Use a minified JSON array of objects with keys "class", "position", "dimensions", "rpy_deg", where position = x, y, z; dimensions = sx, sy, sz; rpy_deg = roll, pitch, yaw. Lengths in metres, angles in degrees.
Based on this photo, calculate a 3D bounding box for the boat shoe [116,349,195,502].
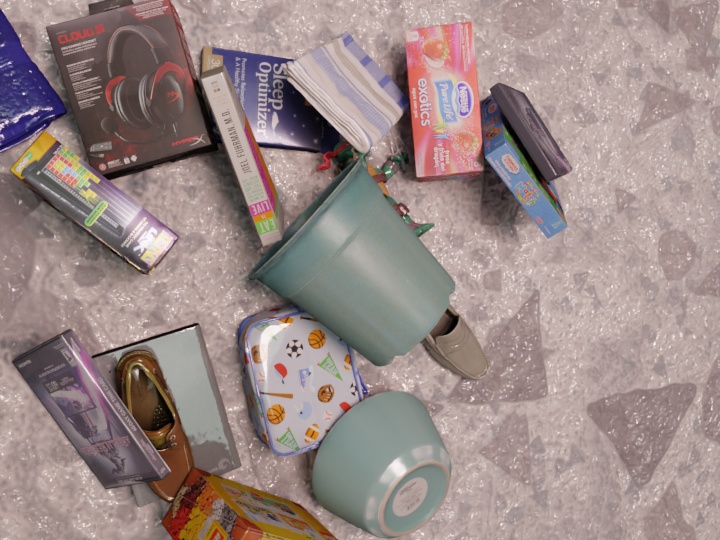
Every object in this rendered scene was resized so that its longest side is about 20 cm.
[{"class":"boat shoe","position":[-0.252,0.197,0.783],"dimensions":[0.072,0.068,0.201],"rpy_deg":[-22,99,-19]}]

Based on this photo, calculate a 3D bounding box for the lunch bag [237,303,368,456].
[{"class":"lunch bag","position":[-0.075,0.145,0.877],"dimensions":[0.159,0.075,0.202],"rpy_deg":[-14,96,-23]}]

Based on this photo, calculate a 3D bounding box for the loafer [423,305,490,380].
[{"class":"loafer","position":[0.124,0.091,0.947],"dimensions":[0.200,0.070,0.070],"rpy_deg":[43,78,-15]}]

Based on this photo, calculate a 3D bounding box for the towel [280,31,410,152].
[{"class":"towel","position":[-0.009,-0.241,0.847],"dimensions":[0.147,0.024,0.200],"rpy_deg":[45,36,-7]}]

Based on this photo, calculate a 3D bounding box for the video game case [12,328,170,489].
[{"class":"video game case","position":[-0.321,0.171,0.763],"dimensions":[0.201,0.142,0.019],"rpy_deg":[60,40,-10]}]

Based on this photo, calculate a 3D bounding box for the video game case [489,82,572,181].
[{"class":"video game case","position":[0.248,-0.196,0.918],"dimensions":[0.019,0.200,0.143],"rpy_deg":[-33,86,24]}]

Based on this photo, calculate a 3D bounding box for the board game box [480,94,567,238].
[{"class":"board game box","position":[0.228,-0.156,0.918],"dimensions":[0.036,0.201,0.151],"rpy_deg":[-33,114,25]}]

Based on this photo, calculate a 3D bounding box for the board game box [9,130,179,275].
[{"class":"board game box","position":[-0.293,-0.066,0.729],"dimensions":[0.165,0.200,0.057],"rpy_deg":[39,77,-17]}]

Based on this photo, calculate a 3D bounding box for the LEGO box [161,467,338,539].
[{"class":"LEGO box","position":[-0.120,0.335,0.792],"dimensions":[0.200,0.149,0.078],"rpy_deg":[37,79,-39]}]

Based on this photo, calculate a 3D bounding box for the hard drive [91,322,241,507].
[{"class":"hard drive","position":[-0.249,0.185,0.837],"dimensions":[0.139,0.033,0.202],"rpy_deg":[-17,97,-18]}]

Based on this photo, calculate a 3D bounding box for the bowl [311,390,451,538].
[{"class":"bowl","position":[0.046,0.276,0.868],"dimensions":[0.200,0.105,0.202],"rpy_deg":[-16,119,-30]}]

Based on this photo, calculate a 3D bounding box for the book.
[{"class":"book","position":[-0.143,-0.144,0.788],"dimensions":[0.048,0.134,0.201],"rpy_deg":[-19,112,-5]}]

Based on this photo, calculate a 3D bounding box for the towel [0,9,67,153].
[{"class":"towel","position":[-0.463,-0.234,0.750],"dimensions":[0.147,0.049,0.201],"rpy_deg":[-35,102,-23]}]

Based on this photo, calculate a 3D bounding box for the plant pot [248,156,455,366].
[{"class":"plant pot","position":[0.000,0.000,0.798],"dimensions":[0.196,0.200,0.200],"rpy_deg":[43,78,-11]}]

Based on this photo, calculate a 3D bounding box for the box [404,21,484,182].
[{"class":"box","position":[0.119,-0.231,0.909],"dimensions":[0.094,0.103,0.202],"rpy_deg":[-5,92,8]}]

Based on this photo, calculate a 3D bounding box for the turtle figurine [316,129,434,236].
[{"class":"turtle figurine","position":[0.023,-0.127,0.896],"dimensions":[0.201,0.100,0.150],"rpy_deg":[55,31,1]}]

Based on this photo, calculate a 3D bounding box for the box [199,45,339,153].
[{"class":"box","position":[-0.118,-0.228,0.877],"dimensions":[0.198,0.032,0.122],"rpy_deg":[2,90,-20]}]

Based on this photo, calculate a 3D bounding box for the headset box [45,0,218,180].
[{"class":"headset box","position":[-0.275,-0.228,0.784],"dimensions":[0.147,0.075,0.202],"rpy_deg":[-16,96,-5]}]
